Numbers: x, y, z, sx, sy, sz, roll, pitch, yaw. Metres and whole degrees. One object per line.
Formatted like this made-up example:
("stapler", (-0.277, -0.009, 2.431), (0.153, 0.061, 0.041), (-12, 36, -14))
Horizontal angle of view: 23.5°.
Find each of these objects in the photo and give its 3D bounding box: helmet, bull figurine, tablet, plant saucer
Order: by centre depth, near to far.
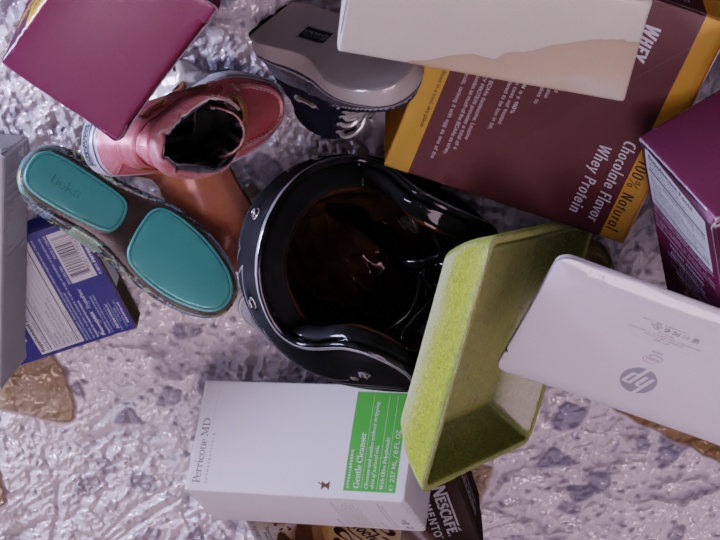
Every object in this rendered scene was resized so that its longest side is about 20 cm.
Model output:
("tablet", (0.213, 0.063, 1.270), (0.198, 0.014, 0.131), (20, 134, -6))
("plant saucer", (0.098, 0.052, 1.335), (0.048, 0.199, 0.202), (22, 106, 25))
("helmet", (0.000, 0.000, 1.380), (0.189, 0.200, 0.202), (21, 127, 26))
("bull figurine", (-0.148, -0.076, 1.411), (0.120, 0.065, 0.201), (-17, 115, 20))

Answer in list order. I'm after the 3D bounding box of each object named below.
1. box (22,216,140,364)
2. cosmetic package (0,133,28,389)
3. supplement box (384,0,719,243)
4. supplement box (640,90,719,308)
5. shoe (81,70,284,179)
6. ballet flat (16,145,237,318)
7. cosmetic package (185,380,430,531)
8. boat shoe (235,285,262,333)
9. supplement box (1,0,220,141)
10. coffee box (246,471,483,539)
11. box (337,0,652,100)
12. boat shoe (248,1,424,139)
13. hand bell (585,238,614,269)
("box", (-0.306, 0.026, 1.497), (0.198, 0.033, 0.122), (-18, 120, 11))
("cosmetic package", (-0.331, -0.011, 1.413), (0.106, 0.090, 0.202), (3, 104, 3))
("supplement box", (0.142, -0.161, 1.309), (0.198, 0.133, 0.198), (17, 121, -9))
("supplement box", (0.296, -0.036, 1.283), (0.130, 0.103, 0.201), (-29, 140, -6))
("shoe", (-0.108, -0.107, 1.310), (0.090, 0.199, 0.072), (8, 108, 41))
("ballet flat", (-0.184, -0.032, 1.377), (0.199, 0.074, 0.074), (38, 117, -7))
("cosmetic package", (-0.040, 0.160, 1.494), (0.198, 0.109, 0.085), (0, 154, 17))
("boat shoe", (-0.014, 0.062, 1.490), (0.199, 0.072, 0.070), (21, 121, -12))
("supplement box", (-0.168, -0.209, 1.246), (0.103, 0.201, 0.131), (33, 117, -19))
("coffee box", (0.003, 0.211, 1.580), (0.198, 0.080, 0.114), (-15, 121, 11))
("box", (0.088, -0.184, 1.164), (0.198, 0.095, 0.078), (10, 123, -3))
("boat shoe", (-0.004, -0.139, 1.308), (0.075, 0.200, 0.093), (-39, 125, -13))
("hand bell", (0.242, 0.062, 1.493), (0.199, 0.105, 0.104), (30, 119, -32))
